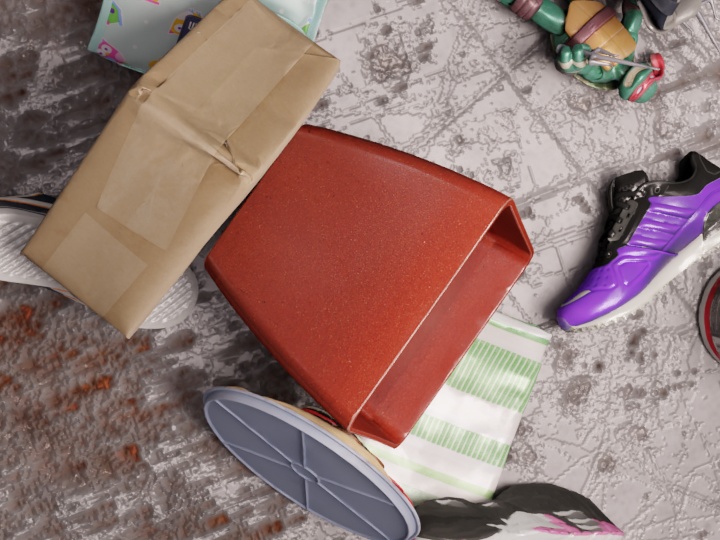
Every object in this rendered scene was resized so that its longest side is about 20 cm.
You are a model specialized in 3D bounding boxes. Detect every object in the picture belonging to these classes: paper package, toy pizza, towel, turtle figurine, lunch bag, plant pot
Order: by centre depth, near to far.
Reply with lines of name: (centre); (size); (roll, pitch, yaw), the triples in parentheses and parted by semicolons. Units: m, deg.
paper package: (-0.128, -0.080, 0.993); (0.103, 0.191, 0.200); (38, 129, -6)
plant pot: (0.000, 0.000, 1.059); (0.176, 0.200, 0.200); (35, 88, 16)
lunch bag: (-0.107, -0.233, 1.064); (0.170, 0.122, 0.200); (19, 99, -13)
toy pizza: (-0.036, 0.147, 1.072); (0.200, 0.200, 0.032); (39, 66, -10)
turtle figurine: (0.194, -0.201, 1.127); (0.200, 0.101, 0.150); (44, 58, 4)
towel: (0.065, 0.121, 1.169); (0.152, 0.023, 0.200); (21, 90, -12)

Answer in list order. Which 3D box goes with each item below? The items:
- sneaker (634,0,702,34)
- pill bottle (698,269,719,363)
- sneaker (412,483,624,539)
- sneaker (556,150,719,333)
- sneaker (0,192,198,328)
sneaker: (0.189, -0.258, 1.059); (0.202, 0.077, 0.146); (-3, 59, -19)
pill bottle: (0.371, 0.046, 1.127); (0.111, 0.200, 0.111); (-1, 94, -11)
sneaker: (0.124, 0.239, 1.163); (0.200, 0.080, 0.086); (2, 114, -20)
sneaker: (0.234, -0.030, 1.170); (0.200, 0.070, 0.100); (-36, 93, -10)
sneaker: (-0.225, -0.014, 1.086); (0.200, 0.079, 0.078); (22, 97, -35)
